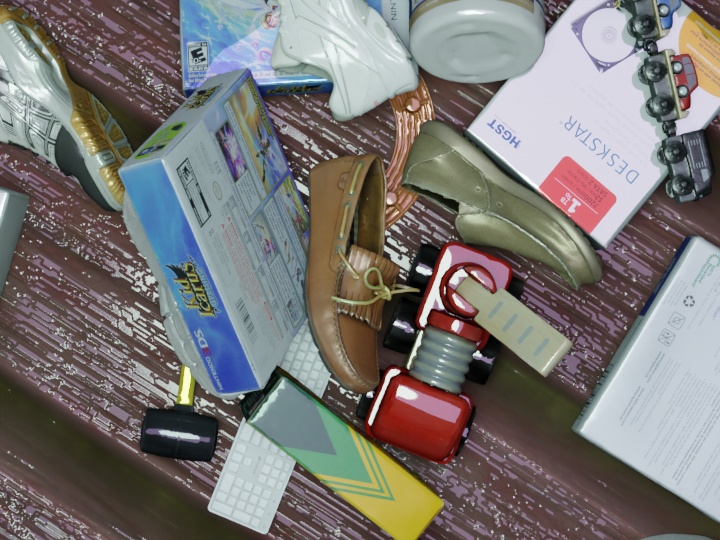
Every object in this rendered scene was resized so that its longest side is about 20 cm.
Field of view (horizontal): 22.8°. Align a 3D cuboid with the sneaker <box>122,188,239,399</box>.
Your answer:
[{"bbox_3d":[-0.124,0.006,1.477,0.082,0.077,0.201,-25,99,-35],"label":"sneaker"}]

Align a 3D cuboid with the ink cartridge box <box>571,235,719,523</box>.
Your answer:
[{"bbox_3d":[0.314,0.105,1.523,0.200,0.043,0.197,32,88,-4],"label":"ink cartridge box"}]

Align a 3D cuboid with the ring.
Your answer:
[{"bbox_3d":[-0.033,-0.118,1.528,0.199,0.019,0.202,0,89,-1],"label":"ring"}]

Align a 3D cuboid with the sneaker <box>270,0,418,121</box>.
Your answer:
[{"bbox_3d":[-0.042,-0.209,1.440,0.099,0.078,0.200,-34,83,0],"label":"sneaker"}]

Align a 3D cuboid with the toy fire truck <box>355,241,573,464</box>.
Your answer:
[{"bbox_3d":[0.084,0.072,1.438,0.128,0.200,0.177,22,89,-1],"label":"toy fire truck"}]

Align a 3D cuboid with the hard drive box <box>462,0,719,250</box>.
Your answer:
[{"bbox_3d":[0.207,-0.142,1.504,0.156,0.077,0.200,39,89,0],"label":"hard drive box"}]

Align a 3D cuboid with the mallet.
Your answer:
[{"bbox_3d":[-0.153,0.061,1.518,0.066,0.041,0.201,1,86,-5],"label":"mallet"}]

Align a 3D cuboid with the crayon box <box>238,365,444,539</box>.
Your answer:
[{"bbox_3d":[-0.005,0.159,1.467,0.200,0.127,0.051,39,87,-7],"label":"crayon box"}]

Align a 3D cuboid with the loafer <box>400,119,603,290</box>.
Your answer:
[{"bbox_3d":[0.115,-0.044,1.493,0.200,0.076,0.068,40,87,16],"label":"loafer"}]

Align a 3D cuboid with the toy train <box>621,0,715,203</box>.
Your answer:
[{"bbox_3d":[0.252,-0.155,1.450,0.046,0.034,0.201,-13,90,-5],"label":"toy train"}]

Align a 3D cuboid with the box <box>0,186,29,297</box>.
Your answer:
[{"bbox_3d":[-0.379,0.009,1.475,0.152,0.106,0.201,18,90,-1],"label":"box"}]

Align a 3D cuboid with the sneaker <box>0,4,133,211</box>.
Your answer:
[{"bbox_3d":[-0.267,-0.123,1.506,0.088,0.076,0.200,-36,88,15],"label":"sneaker"}]

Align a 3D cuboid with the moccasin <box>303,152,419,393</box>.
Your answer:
[{"bbox_3d":[0.001,0.001,1.453,0.077,0.074,0.202,-14,60,28],"label":"moccasin"}]

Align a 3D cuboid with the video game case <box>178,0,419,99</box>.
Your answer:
[{"bbox_3d":[-0.054,-0.241,1.503,0.199,0.045,0.182,-3,82,0],"label":"video game case"}]

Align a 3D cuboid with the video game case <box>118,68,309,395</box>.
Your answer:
[{"bbox_3d":[-0.101,-0.033,1.415,0.045,0.181,0.201,-11,113,25],"label":"video game case"}]

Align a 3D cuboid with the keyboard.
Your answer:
[{"bbox_3d":[-0.069,0.122,1.529,0.056,0.011,0.201,22,89,-1],"label":"keyboard"}]

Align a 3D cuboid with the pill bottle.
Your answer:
[{"bbox_3d":[0.095,-0.265,1.464,0.110,0.111,0.201,2,66,-1],"label":"pill bottle"}]

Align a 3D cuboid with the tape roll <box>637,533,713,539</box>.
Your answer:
[{"bbox_3d":[0.272,0.327,1.505,0.201,0.071,0.204,0,89,-2],"label":"tape roll"}]
